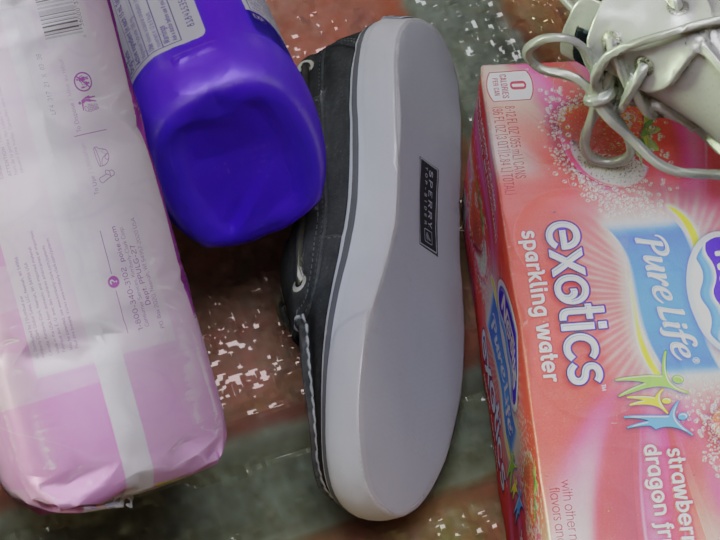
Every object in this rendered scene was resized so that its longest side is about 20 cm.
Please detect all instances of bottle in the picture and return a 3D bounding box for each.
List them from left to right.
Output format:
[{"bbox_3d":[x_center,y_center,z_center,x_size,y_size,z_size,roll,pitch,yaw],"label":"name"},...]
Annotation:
[{"bbox_3d":[-0.068,-0.096,0.940,0.065,0.084,0.200,-21,43,-2],"label":"bottle"}]

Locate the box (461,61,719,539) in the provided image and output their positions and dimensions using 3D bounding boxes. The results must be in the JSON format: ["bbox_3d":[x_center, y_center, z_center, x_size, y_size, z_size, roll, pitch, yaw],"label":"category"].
[{"bbox_3d":[0.098,0.032,0.878,0.102,0.095,0.201,-3,60,-5],"label":"box"}]

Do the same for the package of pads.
[{"bbox_3d":[-0.107,-0.018,0.849,0.075,0.120,0.201,-15,88,-15],"label":"package of pads"}]

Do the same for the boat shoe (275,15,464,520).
[{"bbox_3d":[0.000,0.000,0.921,0.056,0.069,0.201,-13,57,29],"label":"boat shoe"}]

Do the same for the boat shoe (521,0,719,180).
[{"bbox_3d":[0.095,-0.078,0.844,0.086,0.075,0.202,-23,61,-16],"label":"boat shoe"}]
